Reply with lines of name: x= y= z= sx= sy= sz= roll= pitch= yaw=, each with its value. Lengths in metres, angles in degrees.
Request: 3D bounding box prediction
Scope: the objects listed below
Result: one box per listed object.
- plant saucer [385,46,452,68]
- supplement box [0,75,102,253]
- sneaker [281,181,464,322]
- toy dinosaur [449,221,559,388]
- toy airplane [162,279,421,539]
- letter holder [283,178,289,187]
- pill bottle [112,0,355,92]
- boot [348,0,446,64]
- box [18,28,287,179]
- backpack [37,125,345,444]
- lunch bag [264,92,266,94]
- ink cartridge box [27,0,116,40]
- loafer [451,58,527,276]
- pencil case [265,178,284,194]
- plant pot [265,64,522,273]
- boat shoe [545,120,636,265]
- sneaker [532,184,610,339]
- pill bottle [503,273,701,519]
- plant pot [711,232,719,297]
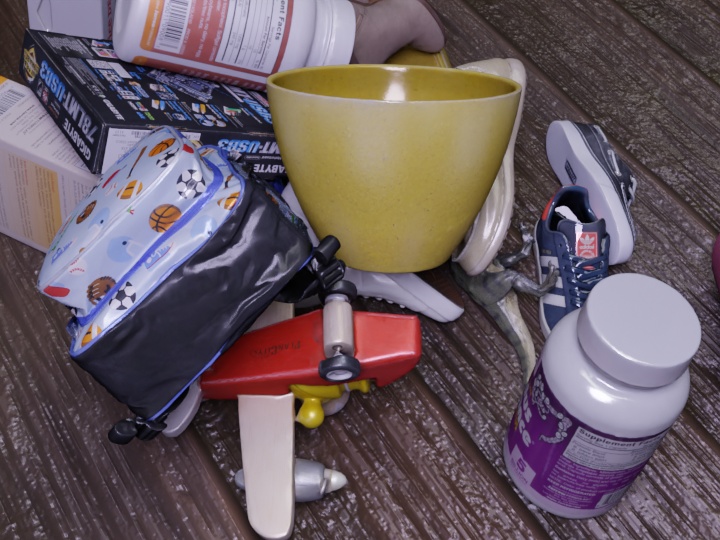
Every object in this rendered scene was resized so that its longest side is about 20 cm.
plant saucer: x=0.020 y=-0.233 z=1.107 sx=0.198 sy=0.049 sz=0.201 roll=-5 pitch=50 yaw=-13
supplement box: x=-0.257 y=-0.074 z=0.868 sx=0.199 sy=0.127 sz=0.074 roll=24 pitch=48 yaw=10
sneaker: x=0.000 y=0.000 z=0.900 sx=0.199 sy=0.085 sz=0.073 roll=34 pitch=20 yaw=-4
toy dinosaur: x=0.136 y=0.008 z=0.905 sx=0.088 sy=0.047 sz=0.201 roll=-36 pitch=65 yaw=7
toy airplane: x=-0.063 y=0.085 z=0.775 sx=0.199 sy=0.141 sz=0.201 roll=34 pitch=85 yaw=36
letter holder: x=0.025 y=-0.117 z=0.973 sx=0.198 sy=0.101 sz=0.143 roll=0 pitch=47 yaw=-10
pill bottle: x=-0.110 y=-0.221 z=0.859 sx=0.198 sy=0.112 sz=0.113 roll=8 pitch=46 yaw=-24
boot: x=0.006 y=-0.234 z=1.015 sx=0.070 sy=0.200 sz=0.147 roll=7 pitch=72 yaw=46
box: x=-0.170 y=-0.144 z=0.845 sx=0.197 sy=0.050 sz=0.200 roll=-1 pitch=32 yaw=-39
backpack: x=-0.134 y=-0.009 z=0.694 sx=0.200 sy=0.154 sz=0.191 roll=-39 pitch=17 yaw=-1
lunch bag: x=-0.138 y=-0.247 z=1.032 sx=0.169 sy=0.128 sz=0.201 roll=14 pitch=69 yaw=20
ink cartridge box: x=-0.289 y=-0.331 z=1.073 sx=0.083 sy=0.147 sz=0.201 roll=14 pitch=49 yaw=1
loafer: x=0.100 y=-0.096 z=0.868 sx=0.068 sy=0.076 sz=0.202 roll=10 pitch=80 yaw=-9
pencil case: x=-0.159 y=-0.104 z=0.939 sx=0.200 sy=0.078 sz=0.087 roll=38 pitch=96 yaw=21
plant pot: x=0.023 y=-0.081 z=0.775 sx=0.198 sy=0.143 sz=0.200 roll=2 pitch=19 yaw=-1
boat shoe: x=0.255 y=-0.086 z=1.010 sx=0.067 sy=0.072 sz=0.201 roll=-3 pitch=43 yaw=-11
sneaker: x=0.207 y=0.002 z=0.909 sx=0.074 sy=0.085 sz=0.201 roll=-1 pitch=50 yaw=-10
pill bottle: x=0.184 y=0.097 z=0.744 sx=0.111 sy=0.201 sz=0.113 roll=5 pitch=48 yaw=-6
plant pot: x=0.410 y=0.026 z=0.868 sx=0.198 sy=0.201 sz=0.180 roll=2 pitch=33 yaw=-8
